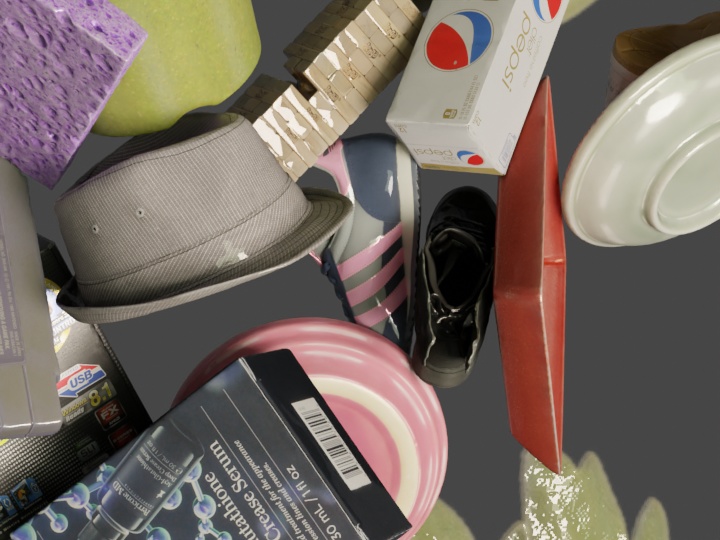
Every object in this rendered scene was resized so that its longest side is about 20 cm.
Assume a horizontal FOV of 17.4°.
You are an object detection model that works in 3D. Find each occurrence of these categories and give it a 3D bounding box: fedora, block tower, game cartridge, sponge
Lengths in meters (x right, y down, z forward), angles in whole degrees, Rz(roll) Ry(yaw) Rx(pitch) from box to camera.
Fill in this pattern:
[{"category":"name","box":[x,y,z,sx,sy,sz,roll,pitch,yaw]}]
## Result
[{"category":"fedora","box":[-0.113,-0.043,1.470,0.177,0.200,0.090,-44,115,-53]},{"category":"block tower","box":[-0.034,-0.119,1.594,0.200,0.054,0.058,-48,118,-9]},{"category":"game cartridge","box":[-0.260,0.011,1.467,0.129,0.038,0.201,-2,70,-27]},{"category":"sponge","box":[-0.204,-0.123,1.414,0.111,0.200,0.030,34,61,-6]}]

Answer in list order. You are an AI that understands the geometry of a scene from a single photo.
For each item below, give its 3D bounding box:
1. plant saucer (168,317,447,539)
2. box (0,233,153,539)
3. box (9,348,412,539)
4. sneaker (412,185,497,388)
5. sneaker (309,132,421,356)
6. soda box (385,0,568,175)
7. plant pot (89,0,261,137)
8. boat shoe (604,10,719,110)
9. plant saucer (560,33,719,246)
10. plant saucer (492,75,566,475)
[{"category":"plant saucer","box":[-0.037,0.133,1.617,0.200,0.051,0.201,-3,111,-7]},{"category":"box","box":[-0.253,0.095,1.538,0.200,0.044,0.160,-33,114,-17]},{"category":"box","box":[-0.095,0.168,1.519,0.200,0.107,0.149,-38,82,14]},{"category":"sneaker","box":[0.069,0.000,1.594,0.060,0.104,0.200,10,53,3]},{"category":"sneaker","box":[0.000,0.000,1.643,0.082,0.070,0.201,2,106,1]},{"category":"soda box","box":[0.088,-0.165,1.590,0.064,0.068,0.200,50,54,-48]},{"category":"plant pot","box":[-0.151,-0.192,1.456,0.200,0.200,0.185,-32,125,-17]},{"category":"boat shoe","box":[0.256,-0.143,1.733,0.200,0.071,0.069,-7,131,-33]},{"category":"plant saucer","box":[0.238,-0.080,1.684,0.200,0.050,0.200,-25,145,-18]},{"category":"plant saucer","box":[0.116,0.005,1.609,0.037,0.200,0.200,-2,140,9]}]
